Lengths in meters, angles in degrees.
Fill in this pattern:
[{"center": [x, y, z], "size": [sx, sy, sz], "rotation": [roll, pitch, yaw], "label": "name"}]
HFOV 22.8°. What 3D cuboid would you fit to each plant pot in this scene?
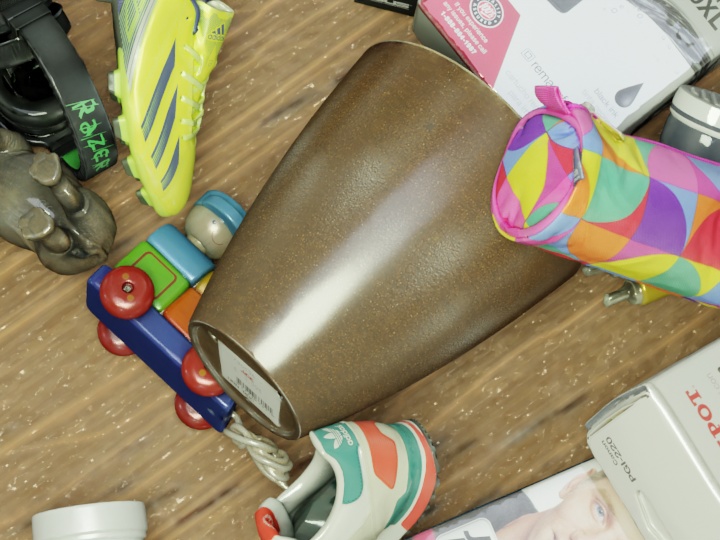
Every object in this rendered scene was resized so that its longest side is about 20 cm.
[{"center": [0.000, 0.000, 1.059], "size": [0.187, 0.187, 0.200], "rotation": [43, 69, 9], "label": "plant pot"}]

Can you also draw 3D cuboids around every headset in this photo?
[{"center": [-0.204, -0.146, 1.153], "size": [0.094, 0.124, 0.200], "rotation": [-31, 55, -17], "label": "headset"}]

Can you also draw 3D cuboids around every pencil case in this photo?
[{"center": [0.169, -0.032, 1.000], "size": [0.199, 0.088, 0.089], "rotation": [19, 76, -29], "label": "pencil case"}]

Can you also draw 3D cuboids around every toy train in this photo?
[{"center": [-0.068, 0.048, 1.129], "size": [0.200, 0.085, 0.116], "rotation": [42, 68, 8], "label": "toy train"}]

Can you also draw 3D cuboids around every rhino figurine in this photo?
[{"center": [-0.228, -0.061, 1.129], "size": [0.200, 0.087, 0.060], "rotation": [35, 82, 34], "label": "rhino figurine"}]

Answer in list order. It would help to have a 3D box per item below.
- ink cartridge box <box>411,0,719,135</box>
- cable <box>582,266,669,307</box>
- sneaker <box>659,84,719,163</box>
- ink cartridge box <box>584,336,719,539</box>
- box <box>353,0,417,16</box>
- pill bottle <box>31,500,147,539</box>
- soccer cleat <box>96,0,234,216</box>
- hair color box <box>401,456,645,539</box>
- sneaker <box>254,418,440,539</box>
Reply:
[{"center": [0.153, -0.166, 1.123], "size": [0.200, 0.083, 0.146], "rotation": [-39, 84, -5], "label": "ink cartridge box"}, {"center": [0.240, -0.028, 1.170], "size": [0.198, 0.050, 0.098], "rotation": [-3, 61, -13], "label": "cable"}, {"center": [0.259, -0.059, 1.124], "size": [0.199, 0.078, 0.080], "rotation": [10, 110, -33], "label": "sneaker"}, {"center": [0.255, 0.102, 1.071], "size": [0.199, 0.085, 0.146], "rotation": [-26, 78, -29], "label": "ink cartridge box"}, {"center": [0.109, -0.256, 1.204], "size": [0.192, 0.048, 0.202], "rotation": [15, 79, 0], "label": "box"}, {"center": [-0.152, 0.242, 1.066], "size": [0.110, 0.111, 0.202], "rotation": [-8, 79, -1], "label": "pill bottle"}, {"center": [-0.116, -0.129, 1.099], "size": [0.083, 0.065, 0.202], "rotation": [-8, 111, -6], "label": "soccer cleat"}, {"center": [0.116, 0.182, 1.104], "size": [0.199, 0.061, 0.101], "rotation": [-23, 79, -5], "label": "hair color box"}, {"center": [-0.034, 0.170, 1.057], "size": [0.070, 0.093, 0.201], "rotation": [51, 122, 46], "label": "sneaker"}]
